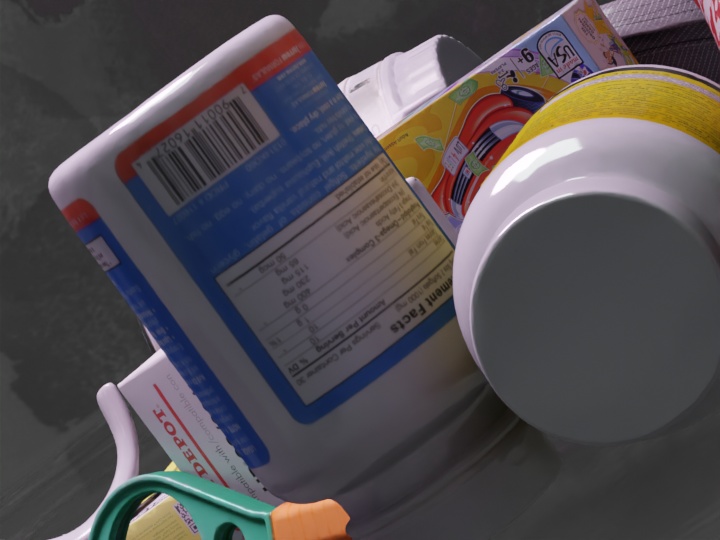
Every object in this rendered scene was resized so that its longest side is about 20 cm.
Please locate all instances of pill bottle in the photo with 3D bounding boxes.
[{"bbox_3d":[-0.016,0.015,1.066,0.112,0.200,0.112,-35,4,3],"label":"pill bottle"},{"bbox_3d":[0.093,-0.005,1.011,0.112,0.113,0.200,-35,4,15],"label":"pill bottle"}]

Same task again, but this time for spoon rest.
[{"bbox_3d":[-0.185,0.136,1.399,0.200,0.061,0.099,-36,-8,-10],"label":"spoon rest"}]

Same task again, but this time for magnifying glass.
[{"bbox_3d":[-0.046,0.114,1.199,0.200,0.080,0.022,-18,-11,41],"label":"magnifying glass"}]

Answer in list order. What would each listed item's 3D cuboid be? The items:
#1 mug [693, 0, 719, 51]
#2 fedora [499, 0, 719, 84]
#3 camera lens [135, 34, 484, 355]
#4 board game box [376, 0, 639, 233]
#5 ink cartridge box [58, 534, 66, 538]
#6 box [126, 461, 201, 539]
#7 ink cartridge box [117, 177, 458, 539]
[{"bbox_3d":[0.207,-0.115,1.071,0.177,0.134,0.200,-22,22,12],"label":"mug"},{"bbox_3d":[0.137,-0.061,1.280,0.176,0.091,0.200,-17,-9,13],"label":"fedora"},{"bbox_3d":[0.000,0.000,1.406,0.200,0.160,0.160,-35,4,16],"label":"camera lens"},{"bbox_3d":[0.057,-0.010,1.223,0.200,0.135,0.034,-34,4,34],"label":"board game box"},{"bbox_3d":[-0.230,0.221,1.592,0.198,0.043,0.200,-36,0,-5],"label":"ink cartridge box"},{"bbox_3d":[-0.068,0.111,1.482,0.075,0.050,0.200,-36,4,17],"label":"box"},{"bbox_3d":[-0.021,0.058,1.228,0.200,0.115,0.068,-33,4,44],"label":"ink cartridge box"}]
